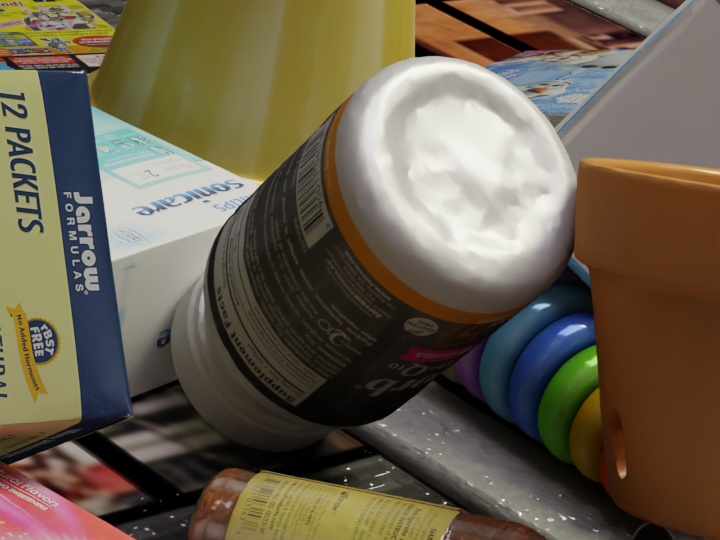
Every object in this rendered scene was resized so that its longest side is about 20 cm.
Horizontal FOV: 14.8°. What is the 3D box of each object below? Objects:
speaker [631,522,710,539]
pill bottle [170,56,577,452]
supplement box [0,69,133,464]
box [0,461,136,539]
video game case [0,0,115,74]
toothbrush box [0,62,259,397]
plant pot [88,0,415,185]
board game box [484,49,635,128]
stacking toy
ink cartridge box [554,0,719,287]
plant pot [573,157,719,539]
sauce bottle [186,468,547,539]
[{"bbox_3d":[0.206,0.149,1.140,0.199,0.082,0.081,6,23,-16],"label":"speaker"},{"bbox_3d":[0.000,0.000,1.211,0.116,0.200,0.117,14,59,-24],"label":"pill bottle"},{"bbox_3d":[-0.224,0.014,1.046,0.199,0.135,0.200,-3,-11,-33],"label":"supplement box"},{"bbox_3d":[-0.101,0.152,0.949,0.199,0.095,0.102,26,25,30],"label":"box"},{"bbox_3d":[-0.217,-0.120,1.624,0.199,0.026,0.181,-5,29,-35],"label":"video game case"},{"bbox_3d":[-0.158,-0.020,1.340,0.199,0.086,0.146,27,26,29],"label":"toothbrush box"},{"bbox_3d":[-0.053,-0.105,1.463,0.200,0.190,0.201,10,22,-4],"label":"plant pot"},{"bbox_3d":[0.142,-0.095,1.655,0.198,0.044,0.200,4,16,30],"label":"board game box"},{"bbox_3d":[0.116,0.063,1.304,0.085,0.086,0.200,-4,32,-35],"label":"stacking toy"},{"bbox_3d":[0.175,-0.045,1.383,0.147,0.146,0.200,45,9,-1],"label":"ink cartridge box"},{"bbox_3d":[0.178,0.036,1.126,0.199,0.141,0.200,7,4,-1],"label":"plant pot"},{"bbox_3d":[0.030,0.124,1.089,0.199,0.066,0.066,10,20,22],"label":"sauce bottle"}]
